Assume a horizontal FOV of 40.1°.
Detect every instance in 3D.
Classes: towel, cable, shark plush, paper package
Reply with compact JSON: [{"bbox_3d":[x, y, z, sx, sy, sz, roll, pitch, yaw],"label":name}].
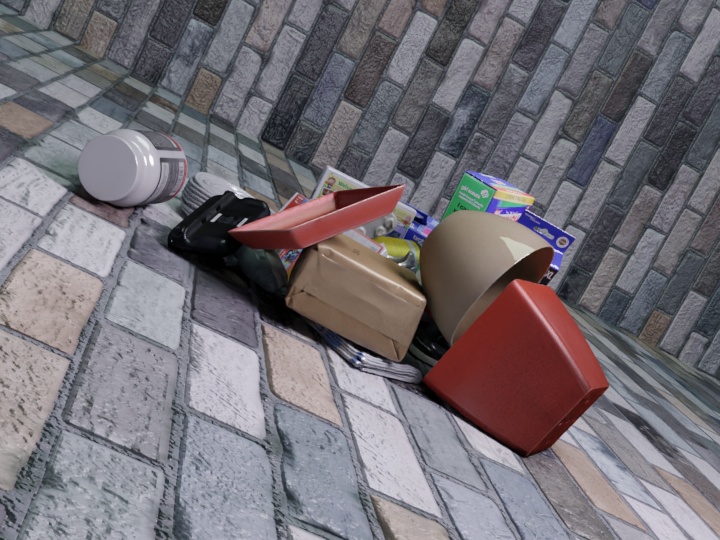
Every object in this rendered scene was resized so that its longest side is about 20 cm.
[{"bbox_3d":[-0.009,0.099,1.441,0.146,0.024,0.199,21,12,-44],"label":"towel"},{"bbox_3d":[-0.220,-0.098,1.721,0.198,0.070,0.200,29,9,-2],"label":"cable"},{"bbox_3d":[-0.188,-0.033,1.500,0.199,0.092,0.083,35,41,12],"label":"shark plush"},{"bbox_3d":[-0.008,0.028,1.431,0.188,0.105,0.200,28,8,-8],"label":"paper package"}]

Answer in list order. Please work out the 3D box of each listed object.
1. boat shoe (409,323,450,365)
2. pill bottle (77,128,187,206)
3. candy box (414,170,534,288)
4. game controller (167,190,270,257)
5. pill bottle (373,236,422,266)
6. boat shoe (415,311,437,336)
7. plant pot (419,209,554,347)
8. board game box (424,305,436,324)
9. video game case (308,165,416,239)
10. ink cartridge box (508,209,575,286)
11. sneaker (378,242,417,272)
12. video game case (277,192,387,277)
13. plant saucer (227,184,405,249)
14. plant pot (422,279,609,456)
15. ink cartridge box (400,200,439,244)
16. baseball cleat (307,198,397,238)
[{"bbox_3d":[0.170,0.135,1.636,0.197,0.067,0.075,23,11,-29],"label":"boat shoe"},{"bbox_3d":[-0.349,-0.158,1.515,0.115,0.117,0.200,29,9,5],"label":"pill bottle"},{"bbox_3d":[0.187,-0.052,1.615,0.076,0.203,0.168,31,15,28],"label":"candy box"},{"bbox_3d":[-0.209,-0.069,1.485,0.103,0.043,0.200,18,28,9],"label":"game controller"},{"bbox_3d":[0.016,-0.007,1.755,0.197,0.114,0.112,8,18,-28],"label":"pill bottle"},{"bbox_3d":[0.116,0.092,1.719,0.197,0.072,0.070,17,16,-23],"label":"boat shoe"},{"bbox_3d":[0.160,-0.007,1.408,0.135,0.201,0.200,47,16,20],"label":"plant pot"},{"bbox_3d":[0.172,0.066,1.669,0.151,0.041,0.200,19,15,-25],"label":"board game box"},{"bbox_3d":[-0.020,-0.069,1.806,0.198,0.184,0.022,24,11,-23],"label":"video game case"},{"bbox_3d":[0.237,0.007,1.515,0.094,0.201,0.037,27,33,-10],"label":"ink cartridge box"},{"bbox_3d":[0.000,0.000,1.648,0.196,0.102,0.075,1,16,-6],"label":"sneaker"},{"bbox_3d":[-0.075,-0.030,1.606,0.199,0.143,0.018,33,-22,24],"label":"video game case"},{"bbox_3d":[-0.060,-0.071,1.383,0.197,0.037,0.199,-23,13,-29],"label":"plant saucer"},{"bbox_3d":[0.242,0.151,1.423,0.177,0.200,0.199,47,16,22],"label":"plant pot"},{"bbox_3d":[0.081,-0.048,1.911,0.135,0.202,0.076,28,34,8],"label":"ink cartridge box"},{"bbox_3d":[-0.036,-0.099,1.710,0.196,0.071,0.107,1,24,-3],"label":"baseball cleat"}]
